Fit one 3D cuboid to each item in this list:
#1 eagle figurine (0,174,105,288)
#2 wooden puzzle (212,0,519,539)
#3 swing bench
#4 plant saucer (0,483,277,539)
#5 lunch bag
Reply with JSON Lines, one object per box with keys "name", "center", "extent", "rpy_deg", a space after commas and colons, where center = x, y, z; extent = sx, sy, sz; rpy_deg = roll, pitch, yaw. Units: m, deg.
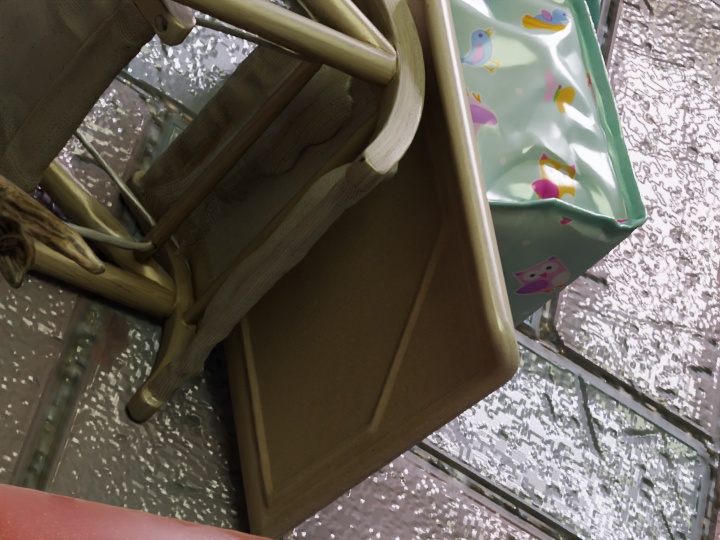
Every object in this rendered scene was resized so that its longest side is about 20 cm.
{"name": "eagle figurine", "center": [-0.228, 0.003, 1.139], "extent": [0.200, 0.152, 0.151], "rpy_deg": [-39, 120, -20]}
{"name": "wooden puzzle", "center": [0.000, 0.000, 1.260], "extent": [0.037, 0.200, 0.185], "rpy_deg": [10, 56, -32]}
{"name": "swing bench", "center": [-0.098, -0.076, 1.247], "extent": [0.200, 0.199, 0.130], "rpy_deg": [35, 43, -12]}
{"name": "plant saucer", "center": [-0.085, 0.189, 1.072], "extent": [0.199, 0.200, 0.037], "rpy_deg": [15, 5, -31]}
{"name": "lunch bag", "center": [0.029, -0.072, 1.370], "extent": [0.122, 0.170, 0.200], "rpy_deg": [8, 56, -34]}
